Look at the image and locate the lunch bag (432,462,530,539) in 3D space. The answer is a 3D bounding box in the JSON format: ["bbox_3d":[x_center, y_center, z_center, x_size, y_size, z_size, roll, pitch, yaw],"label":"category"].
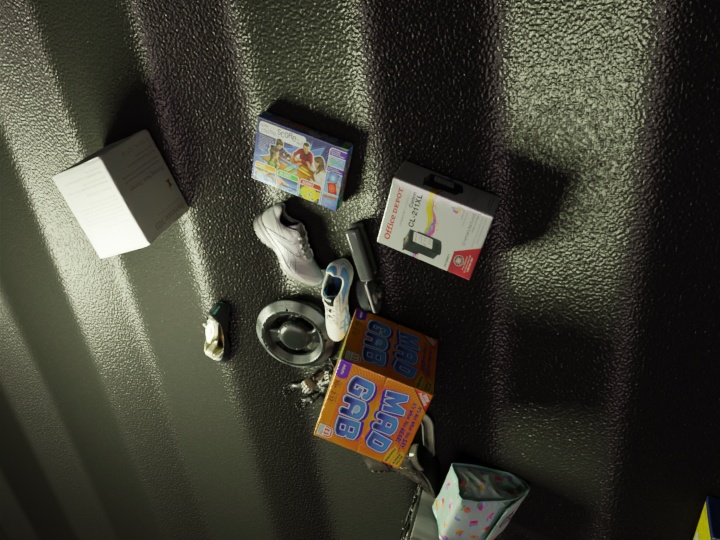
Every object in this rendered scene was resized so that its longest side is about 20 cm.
[{"bbox_3d":[0.292,0.562,1.500,0.194,0.123,0.174,9,124,-13],"label":"lunch bag"}]

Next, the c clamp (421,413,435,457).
[{"bbox_3d":[0.105,0.411,1.548,0.166,0.027,0.205,12,124,17],"label":"c clamp"}]

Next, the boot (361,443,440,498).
[{"bbox_3d":[0.099,0.487,1.559,0.170,0.070,0.203,-8,125,30],"label":"boot"}]

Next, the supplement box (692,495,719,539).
[{"bbox_3d":[0.770,0.597,1.319,0.106,0.109,0.205,8,123,19],"label":"supplement box"}]

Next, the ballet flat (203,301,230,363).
[{"bbox_3d":[-0.368,0.172,1.582,0.071,0.073,0.204,20,126,10],"label":"ballet flat"}]

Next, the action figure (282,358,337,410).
[{"bbox_3d":[-0.093,0.289,1.515,0.197,0.102,0.120,-25,107,37],"label":"action figure"}]

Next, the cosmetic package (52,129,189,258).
[{"bbox_3d":[-0.519,-0.167,1.376,0.162,0.168,0.204,-12,116,28],"label":"cosmetic package"}]

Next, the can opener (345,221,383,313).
[{"bbox_3d":[0.000,0.000,1.323,0.065,0.054,0.205,-7,116,26],"label":"can opener"}]

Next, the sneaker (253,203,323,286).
[{"bbox_3d":[-0.143,-0.052,1.344,0.086,0.075,0.201,-33,104,30],"label":"sneaker"}]

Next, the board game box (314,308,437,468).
[{"bbox_3d":[0.036,0.245,1.334,0.195,0.201,0.204,21,117,0],"label":"board game box"}]

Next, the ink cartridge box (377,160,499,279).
[{"bbox_3d":[0.143,-0.095,1.182,0.195,0.083,0.149,22,127,9],"label":"ink cartridge box"}]

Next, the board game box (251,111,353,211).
[{"bbox_3d":[-0.119,-0.218,1.250,0.195,0.035,0.138,22,126,10],"label":"board game box"}]

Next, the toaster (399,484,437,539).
[{"bbox_3d":[0.161,0.673,1.594,0.116,0.182,0.204,19,127,7],"label":"toaster"}]

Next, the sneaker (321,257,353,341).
[{"bbox_3d":[-0.058,0.069,1.373,0.071,0.072,0.205,27,127,34],"label":"sneaker"}]

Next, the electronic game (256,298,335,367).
[{"bbox_3d":[-0.154,0.151,1.491,0.194,0.042,0.205,7,125,10],"label":"electronic game"}]
